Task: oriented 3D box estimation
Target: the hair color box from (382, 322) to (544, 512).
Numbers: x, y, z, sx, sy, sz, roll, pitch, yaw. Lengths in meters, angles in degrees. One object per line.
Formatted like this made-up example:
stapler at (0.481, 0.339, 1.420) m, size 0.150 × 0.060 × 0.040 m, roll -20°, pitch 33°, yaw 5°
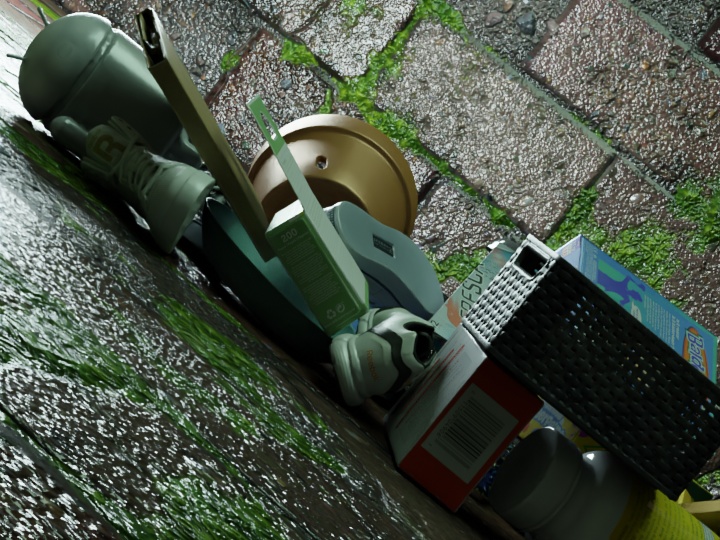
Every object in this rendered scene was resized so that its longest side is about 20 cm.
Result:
hair color box at (0.079, 0.114, 1.487) m, size 0.064 × 0.111 × 0.200 m, roll 39°, pitch 3°, yaw -7°

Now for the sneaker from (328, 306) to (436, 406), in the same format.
sneaker at (0.034, 0.070, 1.568) m, size 0.200 × 0.079 × 0.074 m, roll -41°, pitch 115°, yaw -76°

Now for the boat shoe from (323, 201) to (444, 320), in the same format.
boat shoe at (0.000, 0.004, 1.754) m, size 0.202 × 0.085 × 0.075 m, roll 32°, pitch 45°, yaw -51°

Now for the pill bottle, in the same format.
pill bottle at (0.202, 0.216, 1.483) m, size 0.199 × 0.112 × 0.111 m, roll 38°, pitch 3°, yaw -18°

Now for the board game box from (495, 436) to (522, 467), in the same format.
board game box at (0.139, 0.185, 1.801) m, size 0.151 × 0.047 × 0.200 m, roll 40°, pitch 3°, yaw 22°

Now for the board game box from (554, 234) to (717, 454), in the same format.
board game box at (0.266, 0.080, 1.797) m, size 0.199 × 0.045 × 0.153 m, roll 35°, pitch 43°, yaw -23°

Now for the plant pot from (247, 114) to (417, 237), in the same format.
plant pot at (-0.040, -0.058, 2.037) m, size 0.200 × 0.200 × 0.140 m, roll 38°, pitch 19°, yaw -7°

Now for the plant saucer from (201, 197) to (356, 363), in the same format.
plant saucer at (-0.075, 0.018, 1.626) m, size 0.200 × 0.036 × 0.200 m, roll 45°, pitch 6°, yaw -6°

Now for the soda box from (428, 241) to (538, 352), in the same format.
soda box at (0.111, 0.051, 1.772) m, size 0.063 × 0.069 × 0.200 m, roll 33°, pitch 34°, yaw 8°

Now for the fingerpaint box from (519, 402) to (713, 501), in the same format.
fingerpaint box at (0.236, 0.180, 1.855) m, size 0.166 × 0.074 × 0.200 m, roll 35°, pitch 3°, yaw -21°

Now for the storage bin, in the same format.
storage bin at (0.188, 0.075, 1.448) m, size 0.200 × 0.094 × 0.135 m, roll 39°, pitch 3°, yaw -14°

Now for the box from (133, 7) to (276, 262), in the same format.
box at (-0.134, -0.119, 1.596) m, size 0.201 × 0.021 × 0.164 m, roll 62°, pitch 1°, yaw -25°

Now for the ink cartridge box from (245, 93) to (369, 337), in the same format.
ink cartridge box at (-0.059, -0.050, 1.584) m, size 0.201 × 0.048 × 0.146 m, roll 58°, pitch 5°, yaw -7°

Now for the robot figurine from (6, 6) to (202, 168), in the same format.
robot figurine at (-0.232, -0.156, 1.693) m, size 0.200 × 0.113 × 0.170 m, roll 39°, pitch 34°, yaw -16°

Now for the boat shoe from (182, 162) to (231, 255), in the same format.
boat shoe at (-0.146, -0.062, 1.759) m, size 0.072 × 0.068 × 0.200 m, roll 38°, pitch 5°, yaw -13°

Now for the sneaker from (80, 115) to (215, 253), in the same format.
sneaker at (-0.186, -0.076, 1.545) m, size 0.115 × 0.074 × 0.200 m, roll 36°, pitch -5°, yaw -7°

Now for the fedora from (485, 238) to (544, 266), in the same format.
fedora at (0.202, 0.051, 1.931) m, size 0.199 × 0.091 × 0.177 m, roll 32°, pitch -1°, yaw -18°

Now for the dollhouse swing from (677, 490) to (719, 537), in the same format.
dollhouse swing at (0.332, 0.230, 1.627) m, size 0.201 × 0.175 × 0.182 m, roll 54°, pitch 35°, yaw -20°

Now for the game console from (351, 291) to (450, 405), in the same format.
game console at (0.009, 0.039, 1.799) m, size 0.200 × 0.176 × 0.117 m, roll 40°, pitch -25°, yaw 20°

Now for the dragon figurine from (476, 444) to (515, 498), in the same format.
dragon figurine at (0.163, 0.208, 1.629) m, size 0.199 × 0.059 × 0.099 m, roll 38°, pitch 3°, yaw -7°
